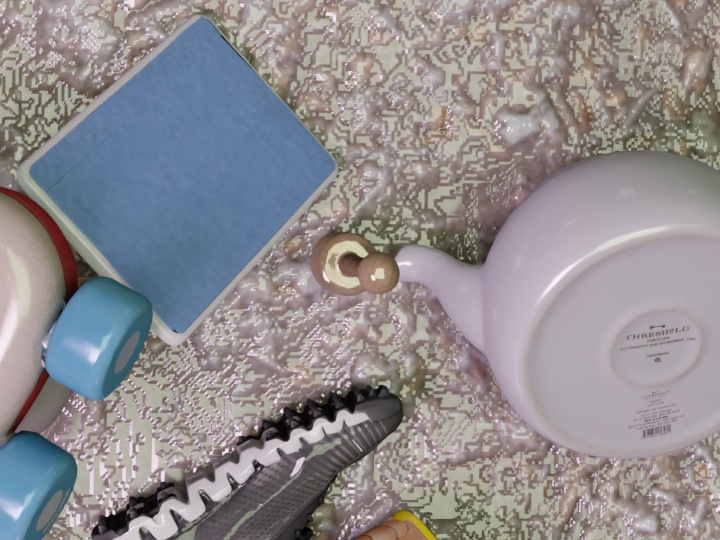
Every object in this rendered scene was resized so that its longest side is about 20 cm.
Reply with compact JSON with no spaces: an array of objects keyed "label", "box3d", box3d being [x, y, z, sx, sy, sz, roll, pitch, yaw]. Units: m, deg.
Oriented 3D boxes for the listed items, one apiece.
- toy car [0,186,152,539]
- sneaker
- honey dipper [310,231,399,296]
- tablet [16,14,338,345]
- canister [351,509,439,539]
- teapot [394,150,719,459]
[{"label":"toy car","box3d":[-0.204,0.036,1.175,0.184,0.200,0.178,28,98,9]},{"label":"sneaker","box3d":[-0.054,0.142,1.264,0.199,0.066,0.091,-29,98,-2]},{"label":"honey dipper","box3d":[0.000,0.000,1.196,0.038,0.200,0.038,0,93,-7]},{"label":"tablet","box3d":[-0.099,-0.056,1.209,0.130,0.014,0.200,48,43,-6]},{"label":"canister","box3d":[-0.017,0.243,1.215,0.199,0.087,0.149,-29,60,-22]},{"label":"teapot","box3d":[0.157,0.001,1.251,0.199,0.146,0.198,30,115,-28]}]
